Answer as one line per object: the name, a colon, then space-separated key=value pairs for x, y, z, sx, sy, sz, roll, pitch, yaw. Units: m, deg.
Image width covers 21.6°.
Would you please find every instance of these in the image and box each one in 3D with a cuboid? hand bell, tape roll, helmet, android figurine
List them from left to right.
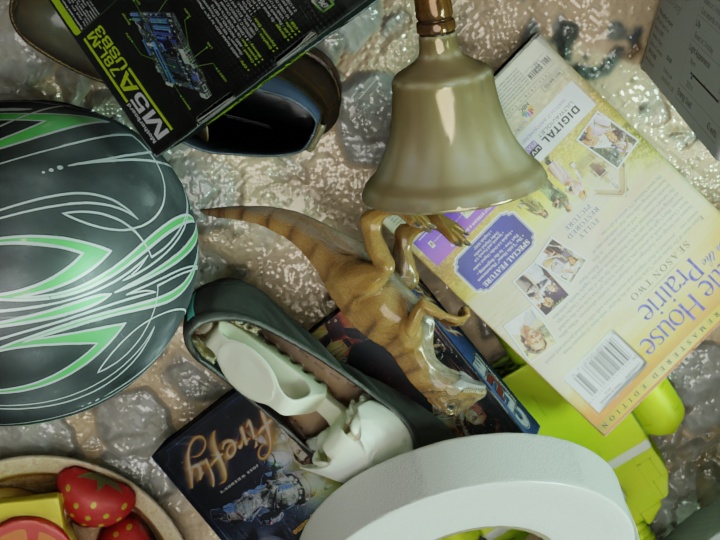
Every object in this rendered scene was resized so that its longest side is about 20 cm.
helmet: x=-0.191 y=-0.005 z=1.062 sx=0.191 sy=0.200 sz=0.200 roll=0 pitch=111 yaw=16
hand bell: x=0.039 y=-0.140 z=1.020 sx=0.104 sy=0.104 sz=0.200 roll=-8 pitch=106 yaw=1
tape roll: x=0.064 y=0.167 z=1.122 sx=0.203 sy=0.037 sz=0.203 roll=-8 pitch=141 yaw=-7
android figurine: x=0.115 y=0.114 z=1.187 sx=0.182 sy=0.041 sz=0.200 roll=-30 pitch=107 yaw=8

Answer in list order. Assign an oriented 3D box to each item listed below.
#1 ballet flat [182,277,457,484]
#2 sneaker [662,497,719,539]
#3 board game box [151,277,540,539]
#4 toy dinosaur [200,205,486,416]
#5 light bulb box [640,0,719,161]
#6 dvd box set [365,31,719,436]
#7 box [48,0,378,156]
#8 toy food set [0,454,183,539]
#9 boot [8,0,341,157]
ballet flat: x=-0.025 y=0.083 z=1.096 sx=0.200 sy=0.068 sz=0.068 roll=35 pitch=110 yaw=1
sneaker: x=0.256 y=0.191 z=1.161 sx=0.114 sy=0.073 sz=0.200 roll=43 pitch=135 yaw=-3
board game box: x=-0.010 y=0.105 z=1.154 sx=0.200 sy=0.035 sz=0.136 roll=-38 pitch=95 yaw=18
toy dinosaur: x=0.000 y=0.000 z=1.076 sx=0.200 sy=0.060 sz=0.106 roll=44 pitch=109 yaw=7
light bulb box: x=0.250 y=-0.165 z=1.003 sx=0.125 sy=0.198 sz=0.200 roll=12 pitch=109 yaw=-8
dvd box set: x=0.124 y=-0.021 z=1.117 sx=0.200 sy=0.029 sz=0.146 roll=43 pitch=98 yaw=-5
box: x=-0.095 y=-0.182 z=0.946 sx=0.193 sy=0.048 sz=0.200 roll=-31 pitch=95 yaw=47
toy food set: x=-0.204 y=0.212 z=1.205 sx=0.198 sy=0.049 sz=0.200 roll=-7 pitch=111 yaw=1
boot: x=-0.104 y=-0.118 z=1.061 sx=0.200 sy=0.097 sz=0.075 roll=15 pitch=109 yaw=-8
